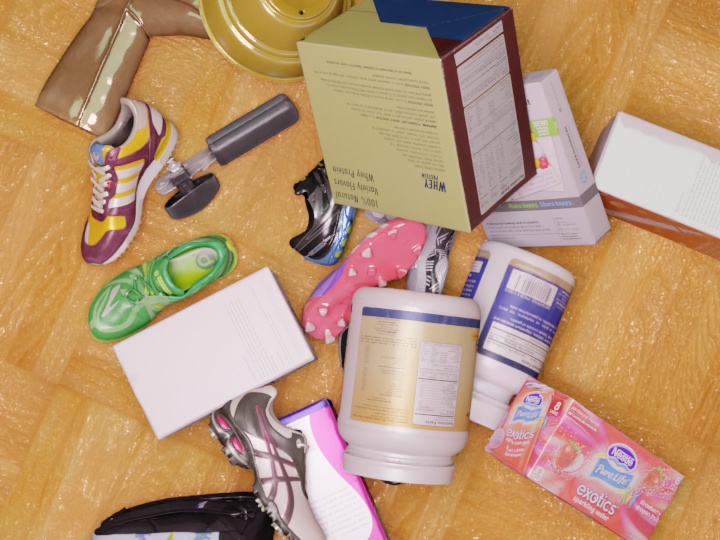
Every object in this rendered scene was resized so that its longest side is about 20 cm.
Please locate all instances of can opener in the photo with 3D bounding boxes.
[{"bbox_3d":[-0.161,-0.141,1.559,0.200,0.053,0.067,-35,120,-1],"label":"can opener"}]

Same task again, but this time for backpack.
[{"bbox_3d":[-0.208,0.319,1.466,0.199,0.163,0.155,6,100,8],"label":"backpack"}]

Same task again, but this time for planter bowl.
[{"bbox_3d":[-0.086,-0.329,1.517,0.199,0.083,0.201,2,84,-20],"label":"planter bowl"}]

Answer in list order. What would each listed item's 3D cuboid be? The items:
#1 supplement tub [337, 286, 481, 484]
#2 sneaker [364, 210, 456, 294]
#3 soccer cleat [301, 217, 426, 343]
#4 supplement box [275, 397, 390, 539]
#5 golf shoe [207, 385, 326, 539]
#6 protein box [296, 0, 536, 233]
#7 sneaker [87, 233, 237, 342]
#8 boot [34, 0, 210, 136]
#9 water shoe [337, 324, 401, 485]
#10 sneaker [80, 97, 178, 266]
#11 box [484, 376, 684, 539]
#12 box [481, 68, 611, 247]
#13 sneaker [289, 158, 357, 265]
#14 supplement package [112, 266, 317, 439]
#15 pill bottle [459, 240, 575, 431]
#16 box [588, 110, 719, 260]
[{"bbox_3d":[0.051,0.124,1.401,0.144,0.144,0.201,7,88,1],"label":"supplement tub"},{"bbox_3d":[0.053,-0.036,1.531,0.114,0.075,0.201,14,81,3],"label":"sneaker"},{"bbox_3d":[0.000,0.000,1.490,0.067,0.077,0.200,31,117,-22],"label":"soccer cleat"},{"bbox_3d":[-0.043,0.259,1.491,0.101,0.103,0.201,-23,84,-1],"label":"supplement box"},{"bbox_3d":[-0.084,0.222,1.409,0.088,0.077,0.200,-33,86,-7],"label":"golf shoe"},{"bbox_3d":[0.064,-0.174,1.400,0.135,0.198,0.201,-39,129,-37],"label":"protein box"},{"bbox_3d":[-0.240,0.013,1.523,0.200,0.084,0.074,-32,86,-1],"label":"sneaker"},{"bbox_3d":[-0.273,-0.250,1.560,0.175,0.066,0.201,25,86,12],"label":"boot"},{"bbox_3d":[0.025,0.151,1.510,0.071,0.079,0.201,-18,85,-1],"label":"water shoe"},{"bbox_3d":[-0.295,-0.106,1.521,0.075,0.090,0.201,14,77,39],"label":"sneaker"},{"bbox_3d":[0.254,0.216,1.453,0.200,0.095,0.103,35,85,-28],"label":"box"},{"bbox_3d":[0.184,-0.122,1.465,0.041,0.156,0.201,-38,116,-38],"label":"box"},{"bbox_3d":[-0.036,-0.108,1.537,0.082,0.071,0.201,16,87,0],"label":"sneaker"},{"bbox_3d":[-0.165,0.096,1.497,0.199,0.120,0.122,-27,87,-2],"label":"supplement package"},{"bbox_3d":[0.160,0.078,1.495,0.119,0.120,0.201,23,86,3],"label":"pill bottle"},{"bbox_3d":[0.366,-0.096,1.504,0.199,0.124,0.098,22,86,3],"label":"box"}]
